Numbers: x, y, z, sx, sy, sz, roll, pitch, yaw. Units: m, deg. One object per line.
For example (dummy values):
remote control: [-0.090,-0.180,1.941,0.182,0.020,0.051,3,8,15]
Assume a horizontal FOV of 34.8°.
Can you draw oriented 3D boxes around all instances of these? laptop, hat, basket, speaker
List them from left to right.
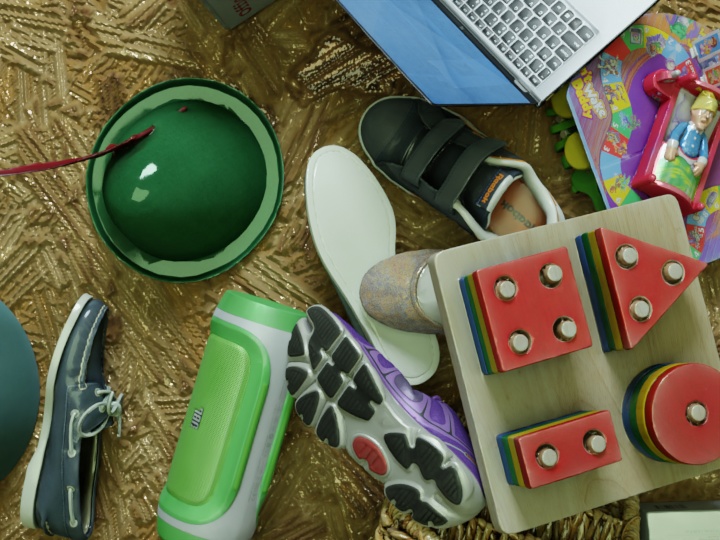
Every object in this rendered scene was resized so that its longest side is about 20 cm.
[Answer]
hat: [-0.165,-0.070,0.886,0.199,0.176,0.167,-36,87,3]
speaker: [-0.102,0.123,0.925,0.087,0.088,0.203,16,90,5]
laptop: [0.089,-0.225,0.870,0.199,0.116,0.188,-40,64,3]
basket: [0.110,0.205,0.878,0.197,0.143,0.151,19,91,4]

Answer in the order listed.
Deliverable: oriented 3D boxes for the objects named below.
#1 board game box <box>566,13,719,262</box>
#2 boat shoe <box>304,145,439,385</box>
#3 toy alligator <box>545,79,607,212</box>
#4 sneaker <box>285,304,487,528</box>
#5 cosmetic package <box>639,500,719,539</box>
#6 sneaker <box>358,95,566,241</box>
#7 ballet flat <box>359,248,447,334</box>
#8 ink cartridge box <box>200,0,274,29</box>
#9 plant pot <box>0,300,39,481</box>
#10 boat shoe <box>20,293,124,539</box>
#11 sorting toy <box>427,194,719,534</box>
board game box: [0.251,-0.106,0.889,0.156,0.039,0.203,-20,90,-21]
boat shoe: [0.000,0.000,0.927,0.072,0.062,0.203,-23,89,-21]
toy alligator: [0.185,-0.089,0.924,0.054,0.059,0.204,-15,89,46]
sneaker: [0.021,0.109,0.867,0.200,0.083,0.081,47,117,17]
cosmetic package: [0.323,0.260,0.906,0.196,0.052,0.154,-2,87,4]
sneaker: [0.083,-0.078,0.917,0.198,0.079,0.079,33,93,6]
ballet flat: [0.099,0.016,0.888,0.196,0.067,0.069,2,81,-17]
ink cartridge box: [-0.056,-0.291,0.896,0.198,0.146,0.084,-32,86,3]
plant pot: [-0.378,0.104,0.910,0.197,0.161,0.205,0,90,5]
boat shoe: [-0.228,0.122,0.941,0.061,0.075,0.204,14,92,6]
sorting toy: [0.170,0.061,0.807,0.195,0.070,0.204,-14,86,-13]
